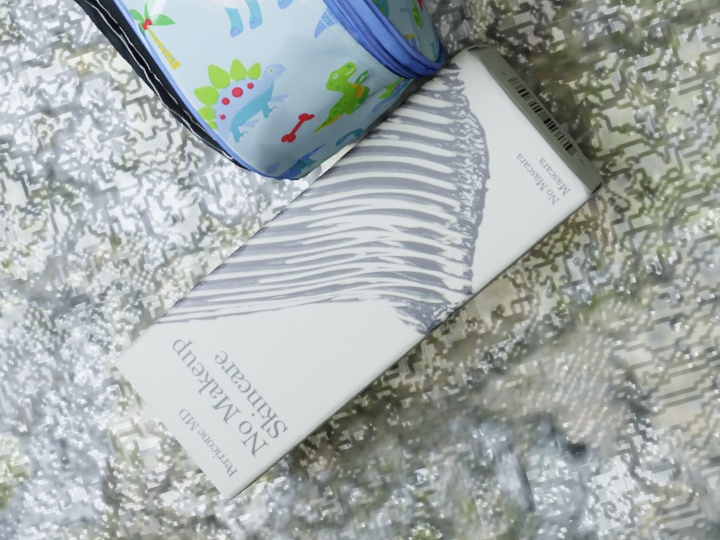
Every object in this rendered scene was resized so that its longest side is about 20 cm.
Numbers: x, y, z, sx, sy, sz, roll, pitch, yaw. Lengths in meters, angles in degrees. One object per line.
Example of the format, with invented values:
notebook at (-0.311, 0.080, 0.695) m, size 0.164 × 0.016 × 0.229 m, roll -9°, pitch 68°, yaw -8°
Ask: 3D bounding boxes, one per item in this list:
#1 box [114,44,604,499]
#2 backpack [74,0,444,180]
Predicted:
box at (0.000, 0.000, 0.830) m, size 0.200 × 0.068 × 0.082 m, roll -42°, pitch 88°, yaw 14°
backpack at (-0.046, -0.144, 0.762) m, size 0.147 × 0.183 × 0.200 m, roll -35°, pitch 88°, yaw 11°
